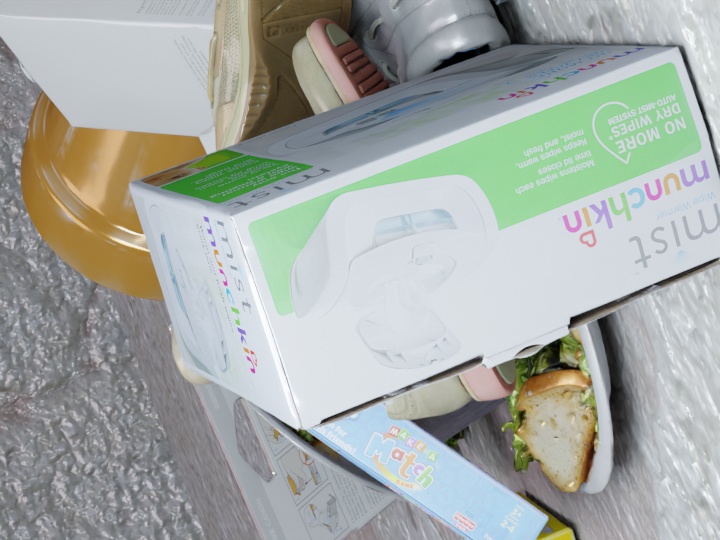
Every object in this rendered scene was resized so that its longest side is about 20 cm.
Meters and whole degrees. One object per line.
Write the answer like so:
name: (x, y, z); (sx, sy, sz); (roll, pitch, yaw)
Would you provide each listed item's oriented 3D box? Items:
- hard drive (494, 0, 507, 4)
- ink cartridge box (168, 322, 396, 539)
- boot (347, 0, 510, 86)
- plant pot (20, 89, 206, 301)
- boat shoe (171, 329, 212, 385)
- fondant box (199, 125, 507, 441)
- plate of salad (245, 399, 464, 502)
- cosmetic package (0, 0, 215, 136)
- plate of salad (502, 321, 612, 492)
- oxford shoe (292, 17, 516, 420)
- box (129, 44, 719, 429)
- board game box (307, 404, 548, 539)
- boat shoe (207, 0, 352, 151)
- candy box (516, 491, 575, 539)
hard drive: (0.042, -0.230, 1.019); (0.140, 0.038, 0.200); (101, 148, -69)
ink cartridge box: (-0.048, 0.087, 1.623); (0.045, 0.176, 0.200); (-9, 108, 44)
boot: (0.025, -0.108, 1.208); (0.200, 0.073, 0.096); (109, 146, -71)
plant pot: (-0.123, -0.111, 1.655); (0.200, 0.200, 0.183); (64, 153, 28)
boat shoe: (-0.074, 0.008, 1.346); (0.072, 0.065, 0.200); (54, -170, -17)
fondant box: (0.000, 0.000, 1.369); (0.200, 0.058, 0.144); (39, -160, -57)
plate of salad: (-0.009, 0.073, 1.522); (0.200, 0.048, 0.200); (31, -161, -12)
cosmetic package: (-0.112, -0.143, 1.449); (0.200, 0.085, 0.108); (9, 148, 38)
plate of salad: (0.075, 0.023, 1.234); (0.200, 0.048, 0.200); (159, 90, -80)
oxford shoe: (0.004, -0.020, 1.150); (0.200, 0.074, 0.071); (67, -162, -3)
box: (0.026, -0.019, 1.017); (0.176, 0.200, 0.097); (-163, 53, -72)
board game box: (0.019, 0.097, 1.295); (0.151, 0.037, 0.200); (35, 177, -2)
boat shoe: (-0.043, -0.100, 1.223); (0.065, 0.071, 0.200); (-123, 33, -45)
candy box: (0.129, 0.237, 1.441); (0.102, 0.026, 0.200); (-146, 38, -76)
